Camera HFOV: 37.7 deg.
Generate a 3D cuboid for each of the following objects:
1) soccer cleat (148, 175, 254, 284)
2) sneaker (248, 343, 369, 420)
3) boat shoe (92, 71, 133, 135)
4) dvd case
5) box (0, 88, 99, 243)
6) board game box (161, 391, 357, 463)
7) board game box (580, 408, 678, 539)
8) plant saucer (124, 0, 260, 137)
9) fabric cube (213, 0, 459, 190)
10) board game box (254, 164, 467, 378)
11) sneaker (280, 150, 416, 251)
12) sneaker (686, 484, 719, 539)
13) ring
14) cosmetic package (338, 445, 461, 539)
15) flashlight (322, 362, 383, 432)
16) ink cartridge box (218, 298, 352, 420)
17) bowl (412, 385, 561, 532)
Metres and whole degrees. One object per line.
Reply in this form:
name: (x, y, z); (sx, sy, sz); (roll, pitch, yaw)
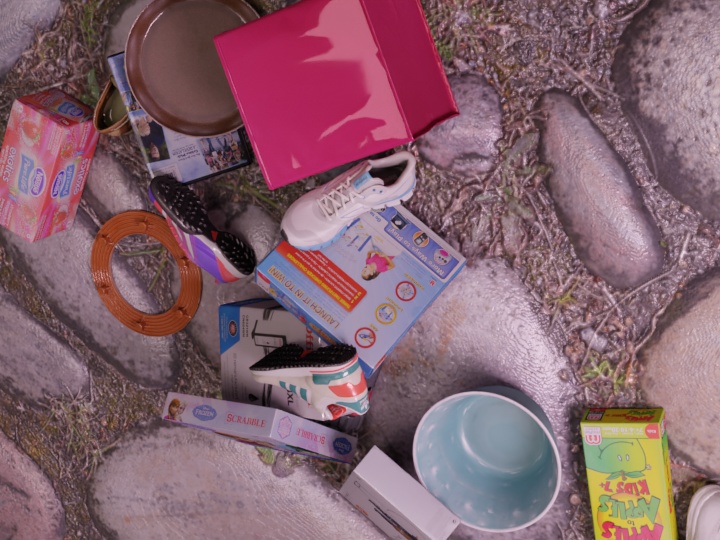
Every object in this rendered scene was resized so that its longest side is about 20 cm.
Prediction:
soccer cleat: (-0.237, -0.051, 1.488); (0.073, 0.068, 0.200); (-24, 127, 31)
sneaker: (-0.065, 0.148, 1.343); (0.199, 0.070, 0.094); (-7, 110, 48)
boat shoe: (-0.313, -0.266, 1.481); (0.076, 0.074, 0.200); (39, 118, 7)
dvd case: (-0.246, -0.220, 1.455); (0.142, 0.018, 0.201); (-18, 105, -2)
box: (-0.471, -0.156, 1.573); (0.094, 0.103, 0.201); (30, 116, 12)
board game box: (-0.140, 0.222, 1.484); (0.199, 0.199, 0.041); (3, 73, 35)
board game box: (0.353, 0.282, 1.380); (0.101, 0.048, 0.201); (-4, 105, 25)
plant saucer: (-0.214, -0.280, 1.417); (0.199, 0.032, 0.202); (-1, 104, -5)
fabric cube: (-0.023, -0.236, 1.291); (0.198, 0.200, 0.197); (-17, 99, 26)
board game box: (0.000, 0.000, 1.369); (0.200, 0.196, 0.056); (40, 161, 7)
sneaker: (-0.014, -0.098, 1.326); (0.075, 0.199, 0.087); (55, 164, 11)
sneaker: (0.452, 0.379, 1.334); (0.075, 0.088, 0.201); (-8, 109, -20)
ring: (-0.332, 0.008, 1.613); (0.199, 0.019, 0.202); (8, 111, 21)
cosmetic package: (0.049, 0.325, 1.463); (0.151, 0.052, 0.200); (42, 161, 9)
flashlight: (-0.001, 0.129, 1.478); (0.068, 0.068, 0.201); (26, 117, 17)
ink cartridge box: (-0.099, 0.119, 1.467); (0.199, 0.084, 0.147); (2, 96, 41)
bowl: (0.181, 0.234, 1.408); (0.200, 0.105, 0.202); (8, 110, 22)
